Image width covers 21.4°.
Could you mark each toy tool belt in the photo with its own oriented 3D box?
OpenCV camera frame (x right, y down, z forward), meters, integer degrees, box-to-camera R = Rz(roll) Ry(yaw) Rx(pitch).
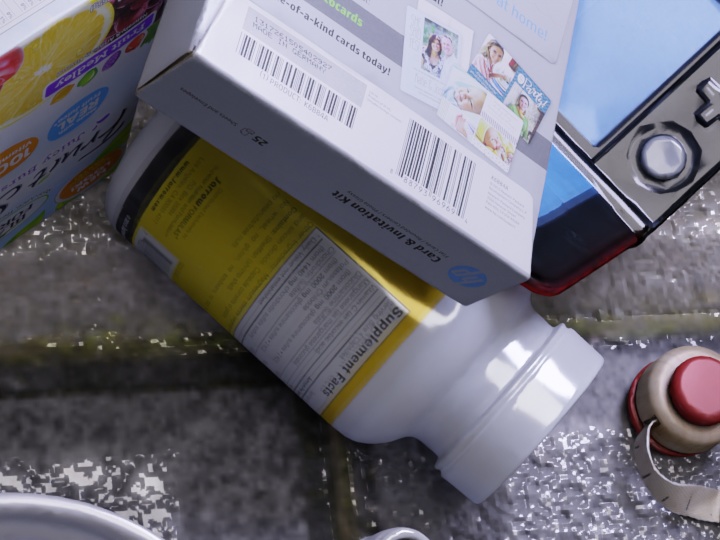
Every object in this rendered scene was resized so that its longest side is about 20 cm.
[{"bbox_3d":[0.228,0.060,0.818,0.200,0.123,0.125,14,67,-8],"label":"toy tool belt"}]

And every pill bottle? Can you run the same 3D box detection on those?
[{"bbox_3d":[0.000,0.000,0.788,0.200,0.112,0.112,42,66,3],"label":"pill bottle"}]

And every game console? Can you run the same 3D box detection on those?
[{"bbox_3d":[0.070,-0.108,0.797,0.172,0.119,0.200,-43,81,-1],"label":"game console"}]

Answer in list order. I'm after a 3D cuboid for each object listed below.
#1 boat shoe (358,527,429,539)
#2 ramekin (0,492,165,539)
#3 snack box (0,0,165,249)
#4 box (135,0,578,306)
[{"bbox_3d":[0.020,0.200,0.744,0.074,0.065,0.200,-8,72,-17],"label":"boat shoe"},{"bbox_3d":[-0.132,0.189,0.689,0.200,0.105,0.200,5,69,-13],"label":"ramekin"},{"bbox_3d":[-0.148,-0.058,0.724,0.142,0.200,0.053,-36,82,-23],"label":"snack box"},{"bbox_3d":[0.013,-0.110,0.712,0.156,0.041,0.200,32,55,-27],"label":"box"}]
